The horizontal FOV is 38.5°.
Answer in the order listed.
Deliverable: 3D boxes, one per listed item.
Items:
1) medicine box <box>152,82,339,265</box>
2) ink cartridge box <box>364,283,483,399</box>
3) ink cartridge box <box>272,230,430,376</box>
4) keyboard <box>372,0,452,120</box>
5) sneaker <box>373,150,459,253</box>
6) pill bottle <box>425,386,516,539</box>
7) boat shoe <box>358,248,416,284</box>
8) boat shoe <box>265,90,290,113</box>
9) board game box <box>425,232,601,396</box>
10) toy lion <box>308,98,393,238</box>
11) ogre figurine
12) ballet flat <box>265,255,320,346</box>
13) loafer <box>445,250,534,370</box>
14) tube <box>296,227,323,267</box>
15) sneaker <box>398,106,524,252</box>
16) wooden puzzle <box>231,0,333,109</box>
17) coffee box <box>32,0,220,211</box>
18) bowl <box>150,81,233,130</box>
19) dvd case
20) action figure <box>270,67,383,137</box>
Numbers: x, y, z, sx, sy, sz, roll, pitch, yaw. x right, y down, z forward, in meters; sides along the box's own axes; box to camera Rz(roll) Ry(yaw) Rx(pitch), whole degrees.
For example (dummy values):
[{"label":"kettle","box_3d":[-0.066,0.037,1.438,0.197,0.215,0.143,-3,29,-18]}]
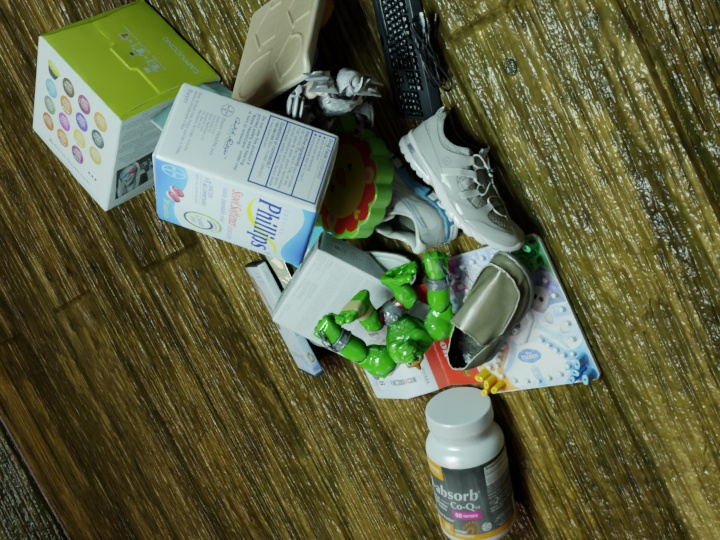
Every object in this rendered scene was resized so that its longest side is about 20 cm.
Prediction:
[{"label":"medicine box","box_3d":[-0.140,-0.111,1.246,0.197,0.105,0.183,19,158,-3]},{"label":"ink cartridge box","box_3d":[0.067,0.105,1.490,0.199,0.057,0.165,-6,111,55]},{"label":"ink cartridge box","box_3d":[-0.006,0.051,1.457,0.197,0.048,0.161,26,130,-13]},{"label":"keyboard","box_3d":[0.052,-0.276,1.246,0.103,0.039,0.203,9,123,46]},{"label":"sneaker","box_3d":[0.034,-0.094,1.357,0.199,0.086,0.076,38,142,26]},{"label":"pill bottle","box_3d":[0.153,0.276,1.456,0.115,0.116,0.203,12,124,43]},{"label":"boat shoe","box_3d":[0.000,0.000,1.478,0.197,0.060,0.077,-5,113,31]},{"label":"boat shoe","box_3d":[-0.135,-0.217,1.393,0.071,0.205,0.060,26,143,-25]},{"label":"board game box","box_3d":[0.192,0.066,1.335,0.199,0.026,0.203,-16,103,51]},{"label":"toy lion","box_3d":[-0.036,-0.123,1.364,0.200,0.068,0.195,-39,62,44]},{"label":"ogre figurine","box_3d":[0.050,0.067,1.370,0.121,0.199,0.098,53,174,-21]},{"label":"ballet flat","box_3d":[-0.088,0.021,1.599,0.069,0.069,0.202,-28,92,53]},{"label":"loafer","box_3d":[0.158,0.061,1.289,0.075,0.069,0.202,37,138,22]},{"label":"tube","box_3d":[-0.046,-0.068,1.497,0.077,0.051,0.200,32,142,-13]},{"label":"sneaker","box_3d":[0.132,-0.108,1.240,0.201,0.075,0.082,49,116,8]},{"label":"wooden puzzle","box_3d":[-0.094,-0.285,1.313,0.046,0.188,0.199,26,149,-29]},{"label":"coffee box","box_3d":[-0.365,-0.260,1.595,0.200,0.199,0.199,44,140,16]},{"label":"bowl","box_3d":[-0.193,-0.196,1.486,0.200,0.106,0.201,38,-179,0]},{"label":"dvd case","box_3d":[-0.126,0.077,1.666,0.202,0.017,0.142,62,167,-6]},{"label":"action figure","box_3d":[-0.050,-0.188,1.255,0.199,0.128,0.071,-30,58,49]}]
